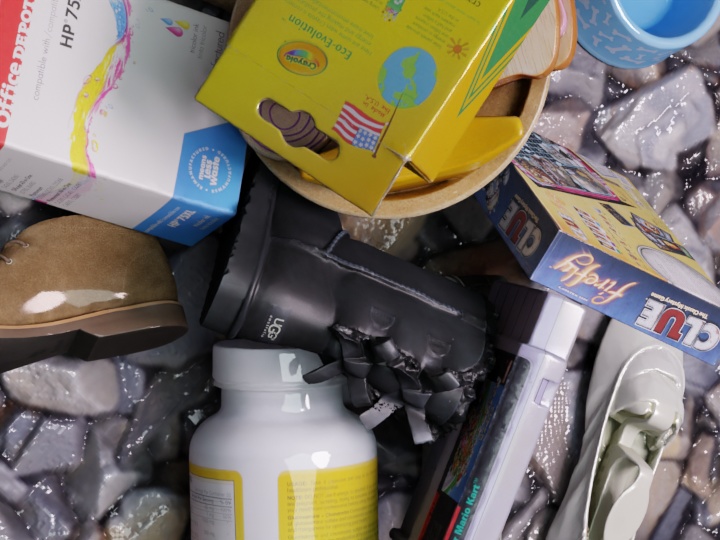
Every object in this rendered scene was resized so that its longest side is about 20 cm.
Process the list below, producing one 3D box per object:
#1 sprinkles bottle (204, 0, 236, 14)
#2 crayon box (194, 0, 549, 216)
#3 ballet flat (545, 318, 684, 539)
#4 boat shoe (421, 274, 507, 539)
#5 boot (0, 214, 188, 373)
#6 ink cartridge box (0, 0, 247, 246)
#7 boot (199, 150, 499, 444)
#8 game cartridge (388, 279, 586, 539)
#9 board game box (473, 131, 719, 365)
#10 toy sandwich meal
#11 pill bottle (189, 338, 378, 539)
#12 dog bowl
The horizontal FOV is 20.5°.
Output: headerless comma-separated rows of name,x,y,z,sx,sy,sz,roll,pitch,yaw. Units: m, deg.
sprinkles bottle,-0.119,-0.201,1.138,0.198,0.068,0.069,21,84,-23
crayon box,0.019,-0.138,1.030,0.126,0.051,0.201,34,91,21
ballet flat,0.176,0.113,1.289,0.069,0.069,0.202,21,83,-24
boat shoe,0.076,0.103,1.240,0.063,0.071,0.202,-4,93,-23
boot,-0.200,0.016,1.122,0.198,0.074,0.076,-8,76,-27
ink cartridge box,-0.162,-0.101,1.109,0.198,0.067,0.117,16,69,-24
boot,0.000,-0.001,1.140,0.161,0.074,0.199,23,39,-10
game cartridge,0.065,0.104,1.134,0.038,0.130,0.202,22,89,-6
board game box,0.133,-0.027,1.192,0.135,0.200,0.035,24,108,-23
toy sandwich meal,0.020,-0.125,1.086,0.203,0.070,0.208,-1,83,7
pill bottle,-0.044,0.143,1.164,0.111,0.112,0.202,-2,94,-24
dog bowl,0.203,-0.230,1.293,0.111,0.049,0.202,25,82,-23
